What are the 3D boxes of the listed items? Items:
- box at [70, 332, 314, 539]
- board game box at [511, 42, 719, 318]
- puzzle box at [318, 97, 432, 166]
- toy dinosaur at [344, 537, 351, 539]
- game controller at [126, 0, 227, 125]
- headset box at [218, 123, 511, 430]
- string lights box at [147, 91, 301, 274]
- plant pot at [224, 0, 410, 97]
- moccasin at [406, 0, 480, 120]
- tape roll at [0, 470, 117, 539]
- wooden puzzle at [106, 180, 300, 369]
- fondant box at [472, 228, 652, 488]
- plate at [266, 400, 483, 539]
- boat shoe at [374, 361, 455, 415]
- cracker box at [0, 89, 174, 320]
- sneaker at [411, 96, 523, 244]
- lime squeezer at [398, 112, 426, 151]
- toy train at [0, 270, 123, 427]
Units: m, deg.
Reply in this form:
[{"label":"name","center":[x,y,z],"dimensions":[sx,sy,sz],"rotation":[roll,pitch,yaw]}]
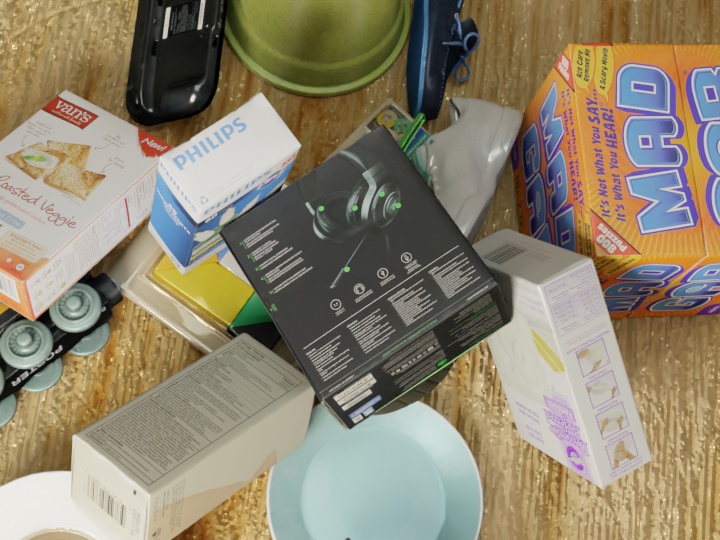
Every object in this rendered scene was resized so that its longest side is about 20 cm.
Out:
[{"label":"box","center":[-0.138,0.142,1.089],"dimensions":[0.095,0.078,0.200],"rotation":[33,41,27]},{"label":"board game box","center":[0.270,-0.078,1.212],"dimensions":[0.199,0.200,0.201],"rotation":[-1,72,-9]},{"label":"puzzle box","center":[0.014,-0.060,1.238],"dimensions":[0.133,0.025,0.200],"rotation":[42,62,1]},{"label":"toy dinosaur","center":[0.021,0.285,1.067],"dimensions":[0.200,0.136,0.086],"rotation":[37,78,-3]},{"label":"game controller","center":[-0.175,-0.238,1.257],"dimensions":[0.104,0.042,0.201],"rotation":[-4,71,23]},{"label":"headset box","center":[0.000,0.000,1.105],"dimensions":[0.174,0.093,0.200],"rotation":[-34,64,-2]},{"label":"string lights box","center":[-0.121,-0.070,1.109],"dimensions":[0.103,0.200,0.059],"rotation":[-35,85,-18]},{"label":"plant pot","center":[-0.034,-0.298,1.242],"dimensions":[0.200,0.184,0.201],"rotation":[3,71,-8]},{"label":"moccasin","center":[0.089,-0.243,1.301],"dimensions":[0.068,0.080,0.201],"rotation":[11,72,-10]},{"label":"tape roll","center":[-0.254,0.272,1.087],"dimensions":[0.202,0.071,0.203],"rotation":[3,73,-8]},{"label":"wooden puzzle","center":[-0.108,-0.008,1.217],"dimensions":[0.200,0.037,0.185],"rotation":[35,71,3]},{"label":"fondant box","center":[0.169,0.074,1.136],"dimensions":[0.058,0.144,0.201],"rotation":[-27,111,-16]},{"label":"plate","center":[0.012,0.208,1.174],"dimensions":[0.199,0.026,0.201],"rotation":[2,73,-8]},{"label":"boat shoe","center":[0.053,0.059,1.206],"dimensions":[0.200,0.074,0.076],"rotation":[-36,124,-24]},{"label":"cracker box","center":[-0.276,-0.064,1.153],"dimensions":[0.134,0.058,0.200],"rotation":[27,53,20]},{"label":"sneaker","center":[0.085,-0.084,1.227],"dimensions":[0.088,0.075,0.200],"rotation":[22,56,4]},{"label":"lime squeezer","center":[0.026,-0.055,1.190],"dimensions":[0.038,0.070,0.201],"rotation":[31,50,-44]},{"label":"toy train","center":[-0.311,0.053,1.145],"dimensions":[0.200,0.085,0.114],"rotation":[-39,73,-18]}]
